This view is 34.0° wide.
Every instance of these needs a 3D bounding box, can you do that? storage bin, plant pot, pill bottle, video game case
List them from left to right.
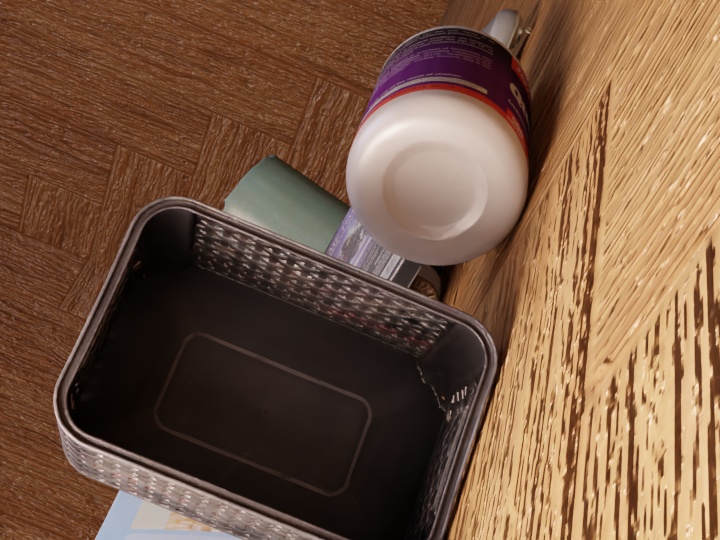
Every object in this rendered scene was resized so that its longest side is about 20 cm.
[{"bbox_3d":[-0.045,0.066,0.616,0.094,0.199,0.136,123,169,-68],"label":"storage bin"},{"bbox_3d":[-0.081,-0.027,1.465,0.201,0.196,0.200,-52,-2,-2],"label":"plant pot"},{"bbox_3d":[0.000,0.000,0.927,0.143,0.019,0.200,-59,16,24],"label":"video game case"},{"bbox_3d":[0.058,-0.094,0.787,0.200,0.112,0.113,-73,6,-60],"label":"pill bottle"}]

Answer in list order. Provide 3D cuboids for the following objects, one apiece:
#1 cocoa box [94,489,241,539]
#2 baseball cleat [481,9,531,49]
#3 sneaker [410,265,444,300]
[{"bbox_3d":[-0.087,0.195,0.758,0.200,0.132,0.132,-74,-17,-61],"label":"cocoa box"},{"bbox_3d":[0.073,-0.168,1.089,0.200,0.106,0.070,-63,1,40],"label":"baseball cleat"},{"bbox_3d":[0.018,0.027,0.996,0.200,0.070,0.109,126,163,-47],"label":"sneaker"}]
